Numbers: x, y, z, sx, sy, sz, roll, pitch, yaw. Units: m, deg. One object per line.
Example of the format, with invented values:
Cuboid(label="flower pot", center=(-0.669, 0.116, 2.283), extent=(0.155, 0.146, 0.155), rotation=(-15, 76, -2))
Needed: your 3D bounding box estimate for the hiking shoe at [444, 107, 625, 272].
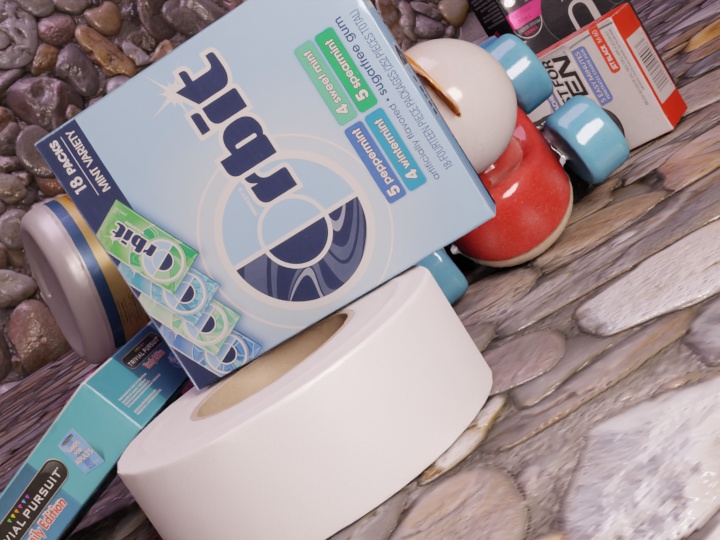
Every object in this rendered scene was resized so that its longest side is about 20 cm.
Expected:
Cuboid(label="hiking shoe", center=(0.122, -0.073, 0.923), extent=(0.200, 0.076, 0.101), rotation=(-33, 11, 2))

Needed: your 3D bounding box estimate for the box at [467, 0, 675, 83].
Cuboid(label="box", center=(0.213, -0.243, 1.156), extent=(0.122, 0.200, 0.106), rotation=(-33, 8, -2))

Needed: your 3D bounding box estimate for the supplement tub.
Cuboid(label="supplement tub", center=(-0.177, -0.021, 0.976), extent=(0.200, 0.145, 0.145), rotation=(-26, 5, -23))

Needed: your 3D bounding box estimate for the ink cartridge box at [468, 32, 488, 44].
Cuboid(label="ink cartridge box", center=(0.166, -0.208, 1.324), extent=(0.200, 0.147, 0.083), rotation=(-36, 10, -17))

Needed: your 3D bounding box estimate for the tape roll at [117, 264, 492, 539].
Cuboid(label="tape roll", center=(-0.030, 0.078, 0.610), extent=(0.202, 0.071, 0.202), rotation=(-32, 7, 5))

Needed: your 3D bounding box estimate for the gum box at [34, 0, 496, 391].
Cuboid(label="gum box", center=(-0.052, -0.054, 0.628), extent=(0.200, 0.170, 0.045), rotation=(-30, 8, 13))

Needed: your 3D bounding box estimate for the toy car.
Cuboid(label="toy car", center=(0.057, -0.108, 0.777), extent=(0.184, 0.200, 0.177), rotation=(-39, 53, 1))

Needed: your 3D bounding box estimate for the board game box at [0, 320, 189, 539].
Cuboid(label="board game box", center=(-0.190, 0.131, 0.747), extent=(0.200, 0.047, 0.151), rotation=(-51, 2, 18))

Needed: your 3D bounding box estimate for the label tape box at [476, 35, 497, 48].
Cuboid(label="label tape box", center=(0.089, -0.132, 1.162), extent=(0.200, 0.143, 0.066), rotation=(-26, 10, 39))

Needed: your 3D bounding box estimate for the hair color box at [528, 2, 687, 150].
Cuboid(label="hair color box", center=(0.174, -0.138, 1.000), extent=(0.200, 0.111, 0.064), rotation=(-27, 9, 37))

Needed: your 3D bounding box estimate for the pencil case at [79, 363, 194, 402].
Cuboid(label="pencil case", center=(-0.169, 0.106, 0.915), extent=(0.086, 0.083, 0.200), rotation=(-24, 5, -28))
